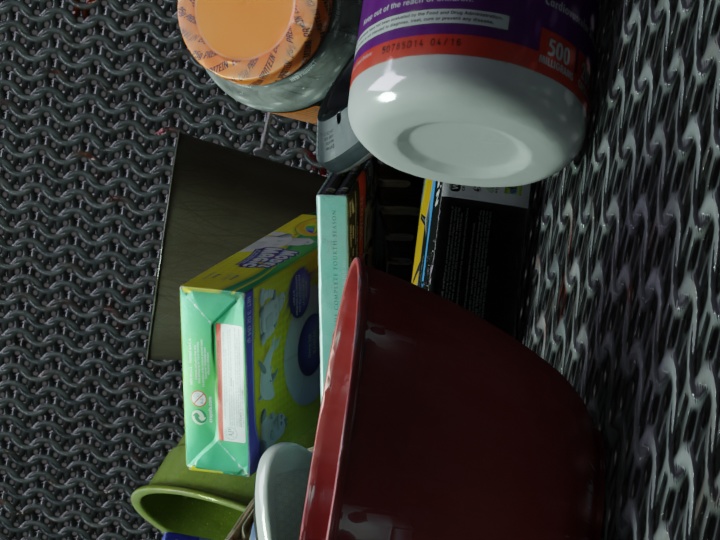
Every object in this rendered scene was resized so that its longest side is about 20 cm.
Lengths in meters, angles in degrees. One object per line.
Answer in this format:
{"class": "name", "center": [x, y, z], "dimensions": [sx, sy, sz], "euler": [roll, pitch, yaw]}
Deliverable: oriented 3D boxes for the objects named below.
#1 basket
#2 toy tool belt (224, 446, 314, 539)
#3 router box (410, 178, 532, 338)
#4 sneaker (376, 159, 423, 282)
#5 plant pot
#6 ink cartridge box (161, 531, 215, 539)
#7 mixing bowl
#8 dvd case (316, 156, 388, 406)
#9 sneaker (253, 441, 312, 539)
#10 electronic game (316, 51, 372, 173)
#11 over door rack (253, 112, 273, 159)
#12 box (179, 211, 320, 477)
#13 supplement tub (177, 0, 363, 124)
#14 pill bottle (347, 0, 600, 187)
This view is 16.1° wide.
{"class": "basket", "center": [-0.045, -0.003, 1.837], "dimensions": [0.136, 0.200, 0.180], "euler": [-88, 7, -56]}
{"class": "toy tool belt", "center": [-0.029, 0.187, 1.661], "dimensions": [0.200, 0.125, 0.123], "euler": [-59, -10, -47]}
{"class": "router box", "center": [0.054, 0.014, 1.366], "dimensions": [0.149, 0.051, 0.200], "euler": [107, 171, -74]}
{"class": "sneaker", "center": [0.043, -0.036, 1.540], "dimensions": [0.116, 0.076, 0.200], "euler": [-83, 2, -84]}
{"class": "plant pot", "center": [-0.052, 0.130, 1.994], "dimensions": [0.200, 0.200, 0.190], "euler": [109, -177, -71]}
{"class": "ink cartridge box", "center": [-0.080, 0.257, 1.732], "dimensions": [0.136, 0.200, 0.076], "euler": [-86, 6, -55]}
{"class": "mixing bowl", "center": [0.034, 0.102, 1.002], "dimensions": [0.200, 0.108, 0.200], "euler": [-170, 90, -87]}
{"class": "dvd case", "center": [0.000, 0.000, 1.515], "dimensions": [0.200, 0.022, 0.146], "euler": [-60, -30, -71]}
{"class": "sneaker", "center": [-0.051, 0.186, 1.529], "dimensions": [0.071, 0.099, 0.200], "euler": [-36, -57, -36]}
{"class": "electronic game", "center": [0.044, -0.134, 1.424], "dimensions": [0.200, 0.042, 0.200], "euler": [-47, 12, 13]}
{"class": "over door rack", "center": [0.000, -0.118, 1.840], "dimensions": [0.200, 0.148, 0.067], "euler": [105, 173, -56]}
{"class": "box", "center": [-0.045, 0.039, 1.552], "dimensions": [0.200, 0.048, 0.117], "euler": [-37, -51, -63]}
{"class": "supplement tub", "center": [-0.025, -0.153, 1.585], "dimensions": [0.200, 0.122, 0.123], "euler": [9, -90, -65]}
{"class": "pill bottle", "center": [0.060, -0.148, 1.204], "dimensions": [0.112, 0.112, 0.200], "euler": [108, 171, -70]}
